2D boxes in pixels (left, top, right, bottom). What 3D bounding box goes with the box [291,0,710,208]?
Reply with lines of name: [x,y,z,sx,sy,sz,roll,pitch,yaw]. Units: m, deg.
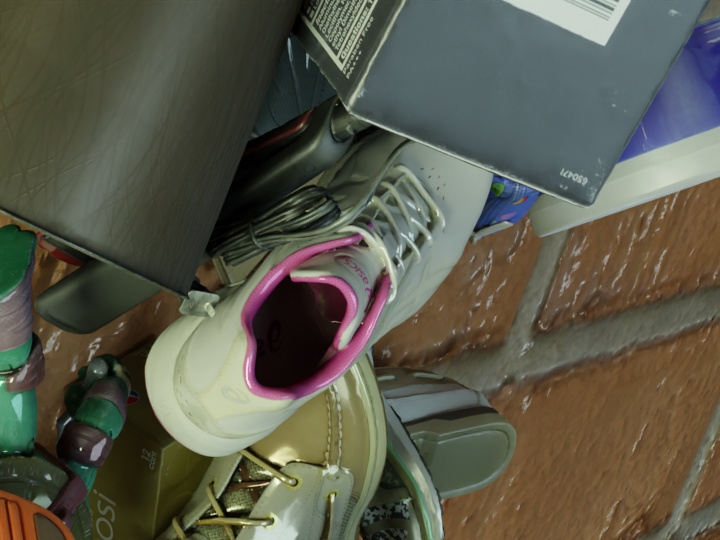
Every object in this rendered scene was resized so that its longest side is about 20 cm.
box: [0.057,-0.166,0.786,0.123,0.198,0.200,20,110,-29]

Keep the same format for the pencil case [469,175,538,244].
pencil case: [0.067,-0.065,1.009,0.200,0.078,0.087,130,-43,-82]

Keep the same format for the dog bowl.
dog bowl: [0.182,-0.088,1.146,0.200,0.200,0.079,-16,87,-55]

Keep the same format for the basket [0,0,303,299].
basket: [-0.083,-0.108,0.729,0.180,0.136,0.201,40,74,-82]

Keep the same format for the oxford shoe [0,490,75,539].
oxford shoe: [-0.203,0.124,0.734,0.199,0.071,0.073,-4,136,-11]

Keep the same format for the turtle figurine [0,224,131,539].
turtle figurine: [-0.149,0.082,0.807,0.149,0.101,0.200,-31,133,-20]

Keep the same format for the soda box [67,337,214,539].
soda box: [-0.107,0.137,0.995,0.068,0.064,0.201,-30,139,-45]

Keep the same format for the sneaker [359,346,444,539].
sneaker: [-0.027,0.090,1.022,0.088,0.201,0.077,-25,-176,-20]

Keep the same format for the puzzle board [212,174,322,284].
puzzle board: [-0.022,-0.106,0.967,0.200,0.017,0.151,-51,151,-22]

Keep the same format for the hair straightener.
hair straightener: [-0.051,-0.013,0.809,0.041,0.199,0.077,39,39,-47]

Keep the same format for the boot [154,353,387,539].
boot: [-0.066,0.119,0.906,0.154,0.072,0.201,-31,141,-41]

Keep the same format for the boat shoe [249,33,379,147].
boat shoe: [-0.025,-0.083,0.910,0.202,0.065,0.075,0,103,-65]

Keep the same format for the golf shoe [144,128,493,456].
golf shoe: [0.000,0.000,0.839,0.200,0.075,0.091,-47,-169,-24]

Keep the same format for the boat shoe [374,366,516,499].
boat shoe: [-0.009,0.094,1.124,0.199,0.068,0.075,2,121,-39]
